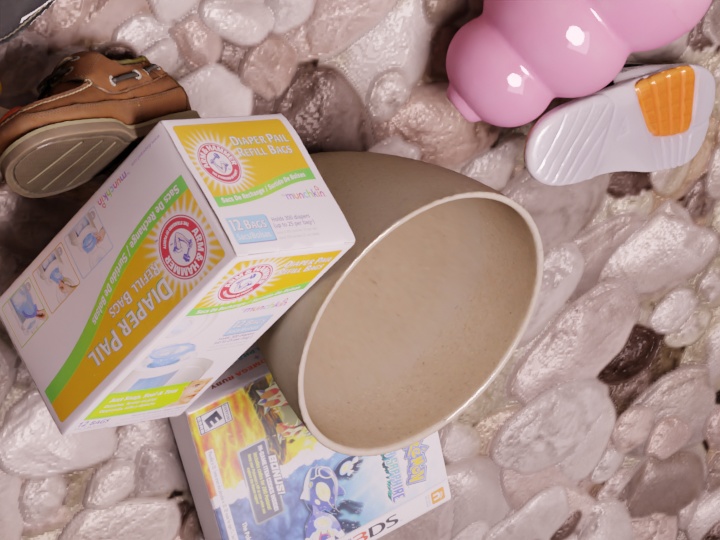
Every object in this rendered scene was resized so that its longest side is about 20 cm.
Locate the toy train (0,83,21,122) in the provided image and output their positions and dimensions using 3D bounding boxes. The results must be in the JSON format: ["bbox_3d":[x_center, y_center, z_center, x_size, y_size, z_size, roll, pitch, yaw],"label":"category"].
[{"bbox_3d":[-0.251,-0.037,1.618,0.056,0.150,0.200,21,108,5],"label":"toy train"}]

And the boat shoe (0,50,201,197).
[{"bbox_3d":[-0.169,-0.092,1.639,0.072,0.068,0.200,-33,171,21],"label":"boat shoe"}]

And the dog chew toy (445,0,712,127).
[{"bbox_3d":[0.140,-0.172,1.809,0.200,0.125,0.125,-42,134,7],"label":"dog chew toy"}]

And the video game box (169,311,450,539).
[{"bbox_3d":[-0.034,0.123,1.935,0.182,0.047,0.200,-29,132,-19],"label":"video game box"}]

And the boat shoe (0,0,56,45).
[{"bbox_3d":[-0.163,-0.209,1.597,0.200,0.068,0.072,-48,138,-6],"label":"boat shoe"}]

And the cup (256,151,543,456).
[{"bbox_3d":[0.000,0.000,1.798,0.200,0.143,0.200,-25,136,-27],"label":"cup"}]

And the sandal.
[{"bbox_3d":[0.171,-0.110,1.904,0.207,0.059,0.079,-12,121,-45],"label":"sandal"}]

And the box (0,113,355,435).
[{"bbox_3d":[-0.117,0.002,1.691,0.112,0.101,0.200,-7,150,-49],"label":"box"}]
